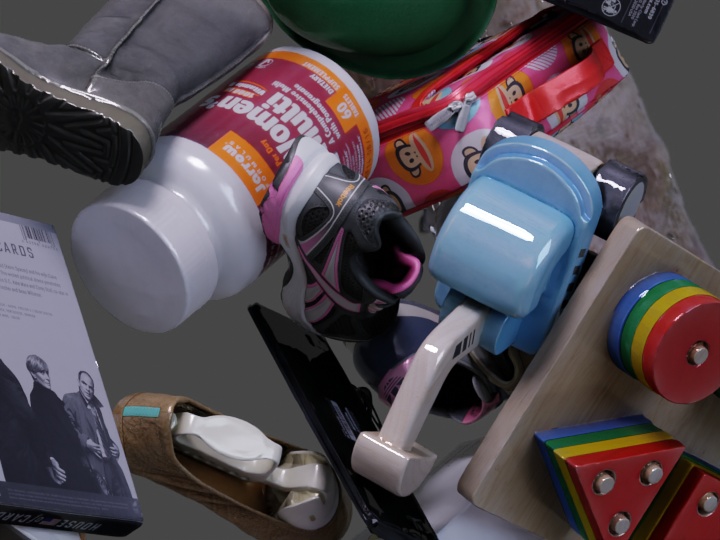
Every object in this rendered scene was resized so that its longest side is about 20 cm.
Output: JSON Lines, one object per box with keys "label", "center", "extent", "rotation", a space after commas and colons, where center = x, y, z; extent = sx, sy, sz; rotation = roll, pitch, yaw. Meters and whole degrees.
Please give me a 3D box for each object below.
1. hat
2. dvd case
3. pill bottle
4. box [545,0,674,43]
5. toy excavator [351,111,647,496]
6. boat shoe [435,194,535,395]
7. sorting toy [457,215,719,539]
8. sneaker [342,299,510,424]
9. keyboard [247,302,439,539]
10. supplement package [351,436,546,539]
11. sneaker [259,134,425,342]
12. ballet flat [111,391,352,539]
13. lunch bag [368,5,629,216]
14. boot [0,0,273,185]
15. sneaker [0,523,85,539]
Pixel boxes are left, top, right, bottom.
{"label": "hat", "center": [-0.025, -0.169, 1.539], "extent": [0.199, 0.166, 0.176], "rotation": [28, 34, 0]}
{"label": "dvd case", "center": [-0.204, 0.051, 1.385], "extent": [0.150, 0.025, 0.201], "rotation": [16, 47, -52]}
{"label": "pill bottle", "center": [-0.084, -0.050, 1.529], "extent": [0.200, 0.109, 0.110], "rotation": [-42, 106, -42]}
{"label": "box", "center": [0.157, -0.249, 1.647], "extent": [0.106, 0.123, 0.200], "rotation": [20, 19, -13]}
{"label": "toy excavator", "center": [0.071, 0.020, 1.490], "extent": [0.100, 0.195, 0.200], "rotation": [28, 30, 19]}
{"label": "boat shoe", "center": [0.091, 0.010, 1.613], "extent": [0.068, 0.075, 0.200], "rotation": [10, 33, -34]}
{"label": "sorting toy", "center": [0.193, 0.099, 1.531], "extent": [0.198, 0.070, 0.201], "rotation": [28, 96, -39]}
{"label": "sneaker", "center": [0.081, 0.075, 1.654], "extent": [0.199, 0.070, 0.082], "rotation": [6, 40, -35]}
{"label": "keyboard", "center": [-0.014, 0.110, 1.539], "extent": [0.104, 0.040, 0.200], "rotation": [29, 24, -45]}
{"label": "supplement package", "center": [0.082, 0.216, 1.598], "extent": [0.200, 0.111, 0.156], "rotation": [-37, 103, -43]}
{"label": "sneaker", "center": [0.000, 0.000, 1.508], "extent": [0.081, 0.086, 0.200], "rotation": [-57, 157, -12]}
{"label": "ballet flat", "center": [-0.064, 0.123, 1.519], "extent": [0.200, 0.072, 0.068], "rotation": [30, 59, -33]}
{"label": "lunch bag", "center": [0.087, -0.109, 1.657], "extent": [0.200, 0.176, 0.082], "rotation": [-36, 102, -43]}
{"label": "boot", "center": [-0.165, -0.143, 1.502], "extent": [0.181, 0.073, 0.200], "rotation": [27, 42, 1]}
{"label": "sneaker", "center": [-0.235, 0.110, 1.386], "extent": [0.200, 0.073, 0.085], "rotation": [48, 19, -13]}
